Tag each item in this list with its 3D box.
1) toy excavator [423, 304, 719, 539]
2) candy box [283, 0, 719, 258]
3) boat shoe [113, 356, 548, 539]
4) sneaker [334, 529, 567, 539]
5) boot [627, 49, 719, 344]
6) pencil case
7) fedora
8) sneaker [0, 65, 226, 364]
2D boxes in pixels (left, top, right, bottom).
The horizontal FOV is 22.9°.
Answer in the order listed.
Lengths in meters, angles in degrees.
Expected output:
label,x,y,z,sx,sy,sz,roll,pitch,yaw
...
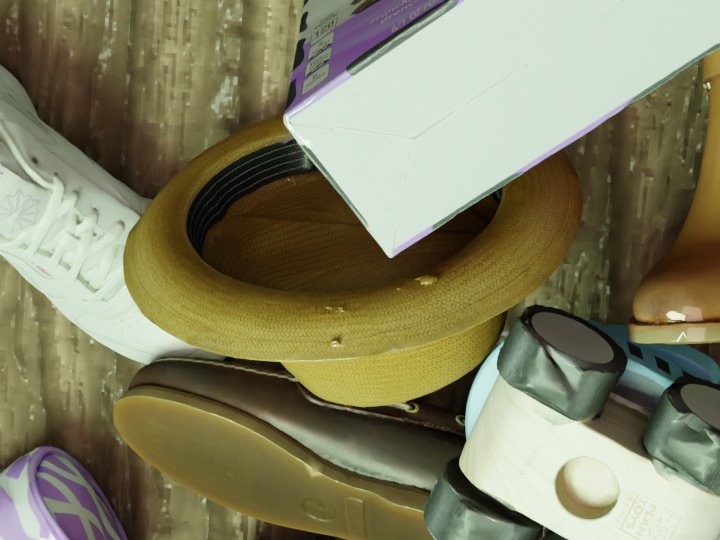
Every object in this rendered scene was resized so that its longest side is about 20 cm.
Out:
label,x,y,z,sx,sy,sz,roll,pitch,yaw
toy excavator,0.148,0.077,0.760,0.194,0.200,0.100,28,113,12
candy box,0.060,-0.115,0.699,0.167,0.200,0.072,-33,111,16
boat shoe,-0.010,0.081,0.803,0.199,0.070,0.071,21,142,7
sneaker,0.028,0.142,0.843,0.199,0.073,0.082,4,81,2
boot,0.163,-0.064,0.726,0.077,0.200,0.156,6,115,46
pencil case,-0.198,0.166,0.853,0.200,0.084,0.086,-34,121,12
fedora,0.000,0.000,0.765,0.200,0.201,0.082,-10,126,6
sneaker,-0.141,-0.018,0.799,0.200,0.100,0.075,39,101,-5
